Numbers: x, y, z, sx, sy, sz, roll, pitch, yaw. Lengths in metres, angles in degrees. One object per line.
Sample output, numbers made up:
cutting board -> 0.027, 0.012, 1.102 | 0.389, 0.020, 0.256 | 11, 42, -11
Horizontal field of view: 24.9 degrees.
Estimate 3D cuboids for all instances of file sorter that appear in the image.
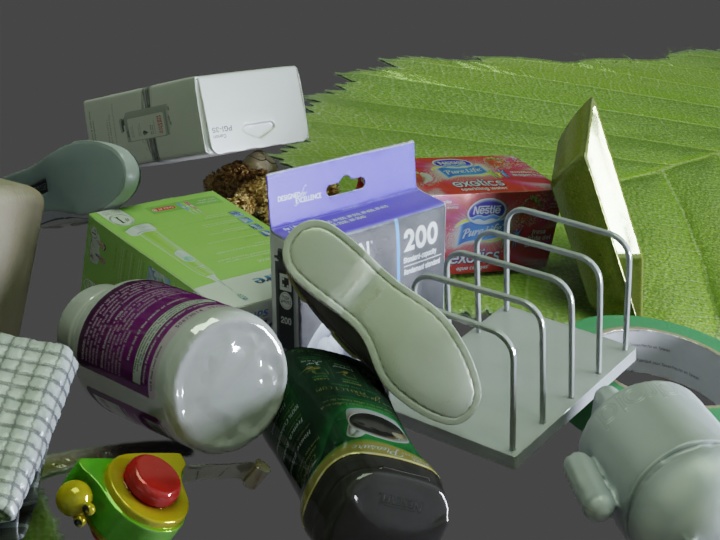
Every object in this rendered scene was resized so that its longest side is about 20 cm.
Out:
file sorter -> 0.125, 0.049, 1.377 | 0.139, 0.125, 0.200 | 18, 35, 33

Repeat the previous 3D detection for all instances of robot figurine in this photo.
robot figurine -> 0.242, 0.162, 1.265 | 0.170, 0.113, 0.200 | -7, 29, -15

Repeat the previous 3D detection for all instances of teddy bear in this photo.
teddy bear -> -0.079, -0.069, 1.670 | 0.145, 0.067, 0.200 | -6, 30, -15

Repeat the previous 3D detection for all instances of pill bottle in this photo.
pill bottle -> -0.155, 0.067, 1.275 | 0.112, 0.112, 0.200 | -9, 15, -37

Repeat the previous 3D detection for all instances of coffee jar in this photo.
coffee jar -> -0.009, 0.142, 1.229 | 0.104, 0.085, 0.200 | 17, 20, -25

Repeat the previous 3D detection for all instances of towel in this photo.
towel -> -0.309, 0.111, 1.128 | 0.200, 0.086, 0.166 | 10, 44, -1

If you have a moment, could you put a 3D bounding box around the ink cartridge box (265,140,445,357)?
ink cartridge box -> 0.000, 0.000, 1.409 | 0.043, 0.200, 0.198 | 11, 19, 39

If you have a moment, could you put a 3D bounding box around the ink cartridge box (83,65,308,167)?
ink cartridge box -> -0.174, -0.160, 1.727 | 0.146, 0.083, 0.200 | -13, 6, -44

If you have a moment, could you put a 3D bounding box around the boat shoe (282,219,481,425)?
boat shoe -> 0.016, 0.041, 1.289 | 0.202, 0.072, 0.060 | 46, -8, -2

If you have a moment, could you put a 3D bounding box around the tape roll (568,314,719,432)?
tape roll -> 0.272, 0.106, 1.481 | 0.200, 0.048, 0.200 | 9, 25, -4

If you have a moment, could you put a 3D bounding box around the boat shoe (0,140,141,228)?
boat shoe -> -0.260, -0.073, 1.548 | 0.202, 0.075, 0.086 | -17, -11, 40

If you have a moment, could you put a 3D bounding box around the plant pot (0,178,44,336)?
plant pot -> -0.357, -0.003, 1.296 | 0.200, 0.200, 0.177 | 16, 13, 10

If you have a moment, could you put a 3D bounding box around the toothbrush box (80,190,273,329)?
toothbrush box -> -0.133, 0.013, 1.461 | 0.146, 0.086, 0.200 | -15, 34, -43

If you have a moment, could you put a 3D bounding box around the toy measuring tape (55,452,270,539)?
toy measuring tape -> -0.131, 0.168, 1.166 | 0.200, 0.074, 0.074 | 7, 20, -47

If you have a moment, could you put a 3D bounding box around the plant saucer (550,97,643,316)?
plant saucer -> 0.243, -0.056, 1.690 | 0.048, 0.200, 0.200 | -14, 19, 16

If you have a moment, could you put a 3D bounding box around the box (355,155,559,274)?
box -> 0.099, -0.059, 1.703 | 0.200, 0.096, 0.100 | -4, 27, -30
